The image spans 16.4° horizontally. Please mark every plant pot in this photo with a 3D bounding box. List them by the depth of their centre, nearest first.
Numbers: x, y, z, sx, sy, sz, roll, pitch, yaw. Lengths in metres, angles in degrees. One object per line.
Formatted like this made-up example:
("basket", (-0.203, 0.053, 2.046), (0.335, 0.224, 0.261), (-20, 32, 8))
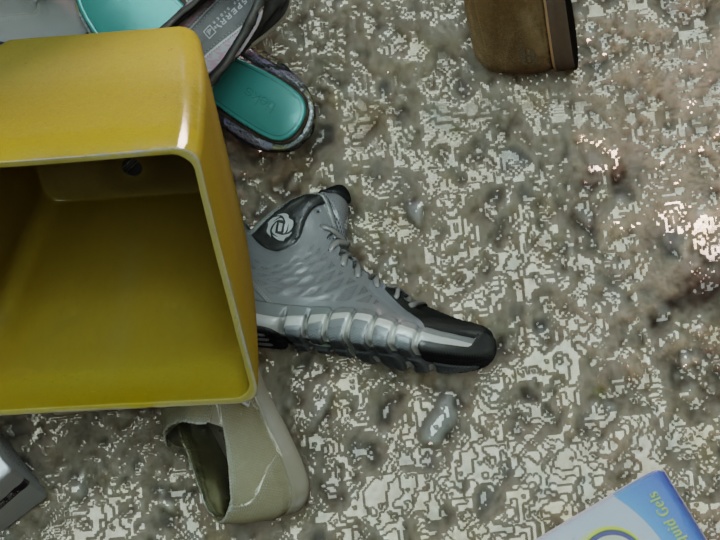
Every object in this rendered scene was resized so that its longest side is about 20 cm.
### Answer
("plant pot", (-0.166, -0.044, 1.577), (0.198, 0.201, 0.177), (-3, 39, 10))

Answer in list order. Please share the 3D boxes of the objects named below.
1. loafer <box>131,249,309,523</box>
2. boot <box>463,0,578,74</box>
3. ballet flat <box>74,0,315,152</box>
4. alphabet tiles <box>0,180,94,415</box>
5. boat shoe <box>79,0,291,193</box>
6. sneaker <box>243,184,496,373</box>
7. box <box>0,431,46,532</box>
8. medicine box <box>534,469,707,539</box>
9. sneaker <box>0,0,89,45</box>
("loafer", (-0.104, 0.080, 1.657), (0.068, 0.076, 0.201), (-28, 87, -37))
("boot", (0.099, -0.232, 1.716), (0.075, 0.074, 0.201), (-6, 102, 12))
("ballet flat", (-0.113, -0.144, 1.735), (0.200, 0.072, 0.072), (35, 82, 12))
("alphabet tiles", (-0.189, 0.014, 1.686), (0.199, 0.008, 0.168), (-5, 75, -28))
("boat shoe", (-0.128, -0.134, 1.673), (0.067, 0.057, 0.200), (45, 96, 11))
("sneaker", (0.000, 0.000, 1.693), (0.199, 0.075, 0.116), (9, 75, 7))
("box", (-0.350, 0.127, 1.657), (0.199, 0.131, 0.200), (-38, 77, -5))
("medicine box", (0.153, 0.259, 1.606), (0.199, 0.103, 0.183), (-30, 77, -4))
("sneaker", (-0.253, -0.183, 1.695), (0.073, 0.199, 0.071), (47, 121, 32))
